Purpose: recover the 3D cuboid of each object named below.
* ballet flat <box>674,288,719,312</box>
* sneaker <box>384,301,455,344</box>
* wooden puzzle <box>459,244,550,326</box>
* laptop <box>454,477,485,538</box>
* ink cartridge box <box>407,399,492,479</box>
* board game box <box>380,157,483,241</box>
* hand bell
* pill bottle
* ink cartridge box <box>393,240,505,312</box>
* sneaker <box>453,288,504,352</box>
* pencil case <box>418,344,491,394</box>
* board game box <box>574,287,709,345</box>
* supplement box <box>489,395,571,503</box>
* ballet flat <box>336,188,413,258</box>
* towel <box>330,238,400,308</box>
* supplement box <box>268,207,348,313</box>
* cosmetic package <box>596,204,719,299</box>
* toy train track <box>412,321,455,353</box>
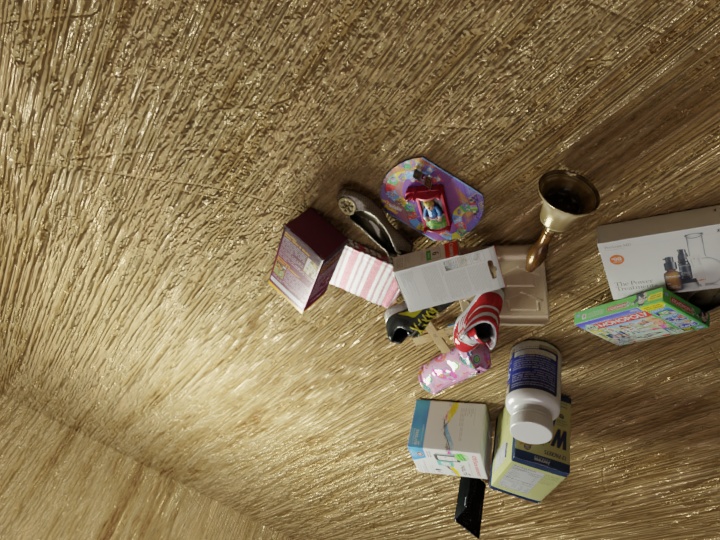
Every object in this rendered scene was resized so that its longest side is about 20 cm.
[{"bbox_3d":[0.650,0.043,1.072,0.067,0.047,0.199,36,137,-18],"label":"ballet flat"},{"bbox_3d":[0.135,0.102,1.299,0.074,0.086,0.199,31,133,-30],"label":"sneaker"},{"bbox_3d":[0.285,0.026,1.205,0.182,0.047,0.202,-1,131,22],"label":"wooden puzzle"},{"bbox_3d":[0.349,0.677,1.790,0.102,0.179,0.200,-24,124,40],"label":"laptop"},{"bbox_3d":[0.248,0.457,1.610,0.196,0.148,0.148,-2,136,22],"label":"ink cartridge box"},{"bbox_3d":[0.128,-0.115,1.109,0.198,0.039,0.158,30,139,-10],"label":"board game box"},{"bbox_3d":[0.329,-0.064,1.037,0.102,0.105,0.202,15,140,5],"label":"hand bell"},{"bbox_3d":[0.382,0.269,1.308,0.117,0.202,0.121,11,139,10],"label":"pill bottle"},{"bbox_3d":[0.171,0.004,1.152,0.197,0.051,0.110,-16,126,14],"label":"ink cartridge box"},{"bbox_3d":[0.232,0.131,1.210,0.070,0.113,0.202,20,136,2],"label":"sneaker"},{"bbox_3d":[0.225,0.232,1.421,0.087,0.088,0.199,34,138,-17],"label":"pencil case"},{"bbox_3d":[0.534,0.093,1.138,0.133,0.030,0.199,23,154,-22],"label":"board game box"},{"bbox_3d":[0.420,0.430,1.471,0.132,0.202,0.201,15,141,3],"label":"supplement box"},{"bbox_3d":[0.028,-0.084,1.163,0.200,0.047,0.067,42,146,-24],"label":"ballet flat"},{"bbox_3d":[0.000,0.000,1.301,0.197,0.030,0.147,24,139,-1],"label":"towel"},{"bbox_3d":[-0.115,-0.018,1.254,0.110,0.086,0.201,40,141,11],"label":"supplement box"},{"bbox_3d":[0.533,-0.026,1.041,0.197,0.052,0.152,-10,129,31],"label":"cosmetic package"},{"bbox_3d":[0.209,0.127,1.356,0.198,0.033,0.115,-21,118,31],"label":"toy train track"}]
